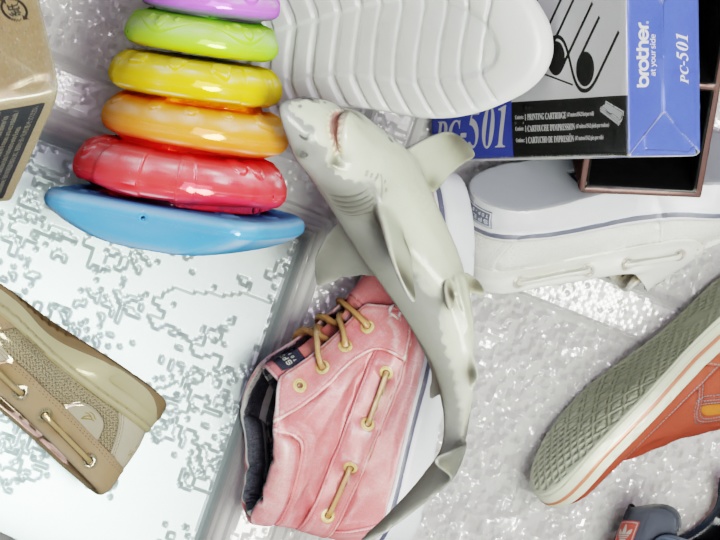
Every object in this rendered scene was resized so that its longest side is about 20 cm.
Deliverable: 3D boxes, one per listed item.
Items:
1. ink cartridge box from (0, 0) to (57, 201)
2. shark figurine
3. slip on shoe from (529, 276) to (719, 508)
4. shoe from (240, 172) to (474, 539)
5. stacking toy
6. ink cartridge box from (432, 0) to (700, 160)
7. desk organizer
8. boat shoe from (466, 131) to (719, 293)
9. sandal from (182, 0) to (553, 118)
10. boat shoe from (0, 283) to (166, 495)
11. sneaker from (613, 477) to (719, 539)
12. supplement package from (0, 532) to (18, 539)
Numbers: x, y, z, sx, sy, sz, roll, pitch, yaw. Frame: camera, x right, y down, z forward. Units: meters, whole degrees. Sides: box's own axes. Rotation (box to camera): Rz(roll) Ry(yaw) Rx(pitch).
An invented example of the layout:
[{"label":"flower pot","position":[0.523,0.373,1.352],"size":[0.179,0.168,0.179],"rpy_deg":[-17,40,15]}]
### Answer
[{"label":"ink cartridge box","position":[-0.206,-0.142,1.311],"size":[0.075,0.165,0.201],"rpy_deg":[-12,77,-19]},{"label":"shark figurine","position":[0.013,0.015,1.408],"size":[0.128,0.089,0.216],"rpy_deg":[-21,93,-55]},{"label":"slip on shoe","position":[0.174,0.066,1.522],"size":[0.200,0.074,0.061],"rpy_deg":[-38,105,-19]},{"label":"shoe","position":[-0.004,0.041,1.459],"size":[0.090,0.071,0.201],"rpy_deg":[10,92,-21]},{"label":"stacking toy","position":[-0.079,-0.112,1.390],"size":[0.115,0.110,0.201],"rpy_deg":[9,96,14]},{"label":"ink cartridge box","position":[0.099,-0.102,1.420],"size":[0.044,0.200,0.095],"rpy_deg":[-1,91,-26]},{"label":"desk organizer","position":[0.152,-0.141,1.449],"size":[0.071,0.077,0.201],"rpy_deg":[3,122,-5]},{"label":"boat shoe","position":[0.148,-0.025,1.518],"size":[0.199,0.071,0.070],"rpy_deg":[-11,123,-22]},{"label":"sandal","position":[0.005,-0.119,1.425],"size":[0.201,0.050,0.083],"rpy_deg":[-2,103,24]},{"label":"boat shoe","position":[-0.190,0.040,1.397],"size":[0.200,0.071,0.065],"rpy_deg":[34,80,-17]},{"label":"sneaker","position":[0.143,0.175,1.514],"size":[0.199,0.075,0.085],"rpy_deg":[-28,102,-26]},{"label":"supplement package","position":[-0.212,0.176,1.368],"size":[0.199,0.120,0.122],"rpy_deg":[26,83,-18]}]
